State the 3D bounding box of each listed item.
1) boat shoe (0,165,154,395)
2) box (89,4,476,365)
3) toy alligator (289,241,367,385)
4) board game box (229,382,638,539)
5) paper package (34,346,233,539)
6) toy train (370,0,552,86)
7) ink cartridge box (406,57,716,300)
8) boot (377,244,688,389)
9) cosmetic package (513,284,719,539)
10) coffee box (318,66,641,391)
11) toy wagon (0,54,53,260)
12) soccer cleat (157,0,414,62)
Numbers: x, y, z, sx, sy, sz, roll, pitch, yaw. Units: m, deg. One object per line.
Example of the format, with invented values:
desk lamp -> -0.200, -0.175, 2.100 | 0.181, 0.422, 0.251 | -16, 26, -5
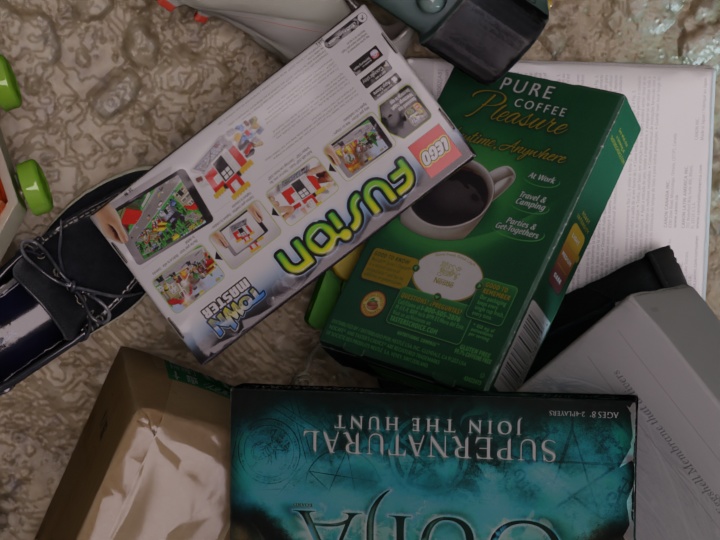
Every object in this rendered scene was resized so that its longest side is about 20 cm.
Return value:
boat shoe -> -0.182, 0.013, 0.909 | 0.200, 0.062, 0.075 | -39, 100, -7
box -> -0.044, -0.048, 0.875 | 0.200, 0.035, 0.110 | -37, 90, 2
toy alligator -> 0.000, 0.000, 0.946 | 0.054, 0.059, 0.201 | 12, 92, -13
board game box -> 0.034, 0.126, 0.737 | 0.199, 0.028, 0.136 | 0, 92, 13
paper package -> -0.122, 0.156, 0.863 | 0.103, 0.200, 0.191 | 24, 90, -12
toy train -> 0.028, -0.193, 0.882 | 0.200, 0.114, 0.085 | 31, 123, -23
ink cartridge box -> 0.127, -0.056, 0.985 | 0.199, 0.050, 0.162 | 3, 95, 7
boot -> 0.118, 0.083, 0.907 | 0.199, 0.165, 0.066 | -21, 130, 6
cosmetic package -> 0.144, 0.148, 0.791 | 0.200, 0.123, 0.200 | -43, 74, 22
coffee box -> 0.072, -0.022, 0.889 | 0.044, 0.123, 0.201 | 46, 65, -52
toy wagon -> -0.258, -0.035, 0.867 | 0.155, 0.040, 0.201 | -20, 76, -2
soccer cleat -> -0.059, -0.174, 0.909 | 0.200, 0.069, 0.078 | 31, 115, -18
